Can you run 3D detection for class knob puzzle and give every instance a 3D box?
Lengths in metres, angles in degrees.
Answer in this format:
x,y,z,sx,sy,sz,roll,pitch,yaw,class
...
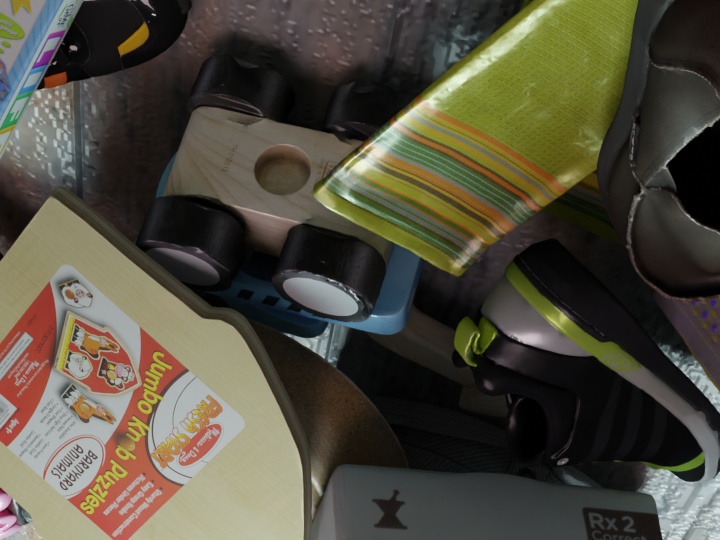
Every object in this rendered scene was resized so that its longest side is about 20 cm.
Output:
x,y,z,sx,sy,sz,roll,pitch,yaw,class
-0.100,0.073,0.780,0.218,0.030,0.221,13,125,18,knob puzzle

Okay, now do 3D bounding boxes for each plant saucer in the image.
x,y,z,sx,sy,sz,roll,pitch,yaw,class
-0.073,0.101,0.844,0.198,0.036,0.201,14,136,13,plant saucer

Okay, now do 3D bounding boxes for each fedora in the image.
x,y,z,sx,sy,sz,roll,pitch,yaw,class
0.053,0.152,0.941,0.200,0.091,0.176,36,152,-31,fedora

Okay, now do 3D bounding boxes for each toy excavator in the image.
x,y,z,sx,sy,sz,roll,pitch,yaw,class
0.000,0.000,0.811,0.193,0.101,0.200,14,158,7,toy excavator

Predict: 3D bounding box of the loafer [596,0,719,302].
x,y,z,sx,sy,sz,roll,pitch,yaw,class
0.129,-0.035,0.616,0.072,0.072,0.200,-11,150,4,loafer

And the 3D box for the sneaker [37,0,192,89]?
x,y,z,sx,sy,sz,roll,pitch,yaw,class
-0.168,-0.093,0.750,0.198,0.091,0.070,-3,139,28,sneaker

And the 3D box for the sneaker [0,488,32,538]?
x,y,z,sx,sy,sz,roll,pitch,yaw,class
-0.205,0.104,1.058,0.094,0.080,0.201,0,146,-1,sneaker

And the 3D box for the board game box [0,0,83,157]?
x,y,z,sx,sy,sz,roll,pitch,yaw,class
-0.226,-0.123,0.697,0.199,0.034,0.135,32,104,-1,board game box

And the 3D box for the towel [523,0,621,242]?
x,y,z,sx,sy,sz,roll,pitch,yaw,class
0.103,-0.087,0.681,0.085,0.018,0.201,19,144,0,towel

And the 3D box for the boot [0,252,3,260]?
x,y,z,sx,sy,sz,roll,pitch,yaw,class
-0.145,0.046,0.875,0.199,0.069,0.189,12,135,31,boot

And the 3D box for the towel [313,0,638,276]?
x,y,z,sx,sy,sz,roll,pitch,yaw,class
0.072,-0.063,0.654,0.086,0.018,0.200,23,138,-31,towel

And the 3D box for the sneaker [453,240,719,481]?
x,y,z,sx,sy,sz,roll,pitch,yaw,class
0.103,0.058,0.785,0.200,0.083,0.072,42,-176,-43,sneaker

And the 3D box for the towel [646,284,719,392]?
x,y,z,sx,sy,sz,roll,pitch,yaw,class
0.193,0.000,0.683,0.023,0.144,0.201,-17,152,-27,towel

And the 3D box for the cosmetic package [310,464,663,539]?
x,y,z,sx,sy,sz,roll,pitch,yaw,class
0.047,0.221,0.802,0.163,0.166,0.201,6,138,-14,cosmetic package

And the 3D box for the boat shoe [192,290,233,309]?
x,y,z,sx,sy,sz,roll,pitch,yaw,class
-0.072,0.059,0.942,0.067,0.057,0.201,27,152,18,boat shoe
